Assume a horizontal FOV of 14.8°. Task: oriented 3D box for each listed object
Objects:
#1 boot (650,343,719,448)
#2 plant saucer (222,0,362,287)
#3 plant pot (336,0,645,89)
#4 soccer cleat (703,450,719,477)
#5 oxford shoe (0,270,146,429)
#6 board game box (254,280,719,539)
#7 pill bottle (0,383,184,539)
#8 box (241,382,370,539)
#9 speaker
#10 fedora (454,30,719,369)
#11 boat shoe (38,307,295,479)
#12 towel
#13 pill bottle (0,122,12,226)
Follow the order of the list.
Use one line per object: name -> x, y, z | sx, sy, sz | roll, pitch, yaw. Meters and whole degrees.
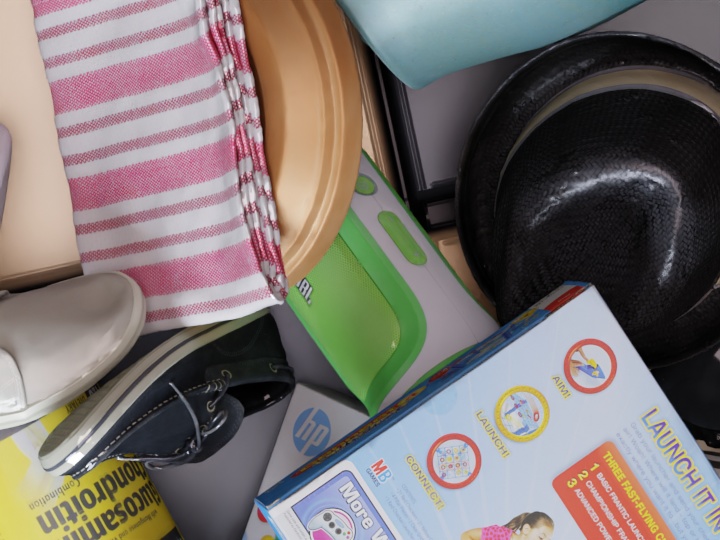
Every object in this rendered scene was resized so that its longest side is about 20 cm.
boot -> 0.193, 0.007, 1.522 | 0.200, 0.076, 0.169 | 29, 89, -12
plant saucer -> -0.081, -0.081, 1.449 | 0.037, 0.200, 0.201 | -8, 97, -46
plant pot -> 0.069, -0.198, 1.447 | 0.188, 0.200, 0.200 | -34, 96, 11
soccer cleat -> 0.152, 0.128, 1.461 | 0.199, 0.085, 0.069 | -4, 92, -17
oxford shoe -> -0.207, 0.045, 1.421 | 0.199, 0.075, 0.058 | -18, 137, 3
board game box -> 0.083, 0.141, 1.372 | 0.196, 0.056, 0.200 | -34, 96, -8
pill bottle -> -0.152, 0.156, 1.489 | 0.112, 0.112, 0.200 | -29, 93, -1
box -> -0.002, 0.181, 1.497 | 0.156, 0.041, 0.201 | 23, 94, 39
speaker -> 0.000, 0.000, 1.467 | 0.088, 0.088, 0.200 | -36, 66, 0
fedora -> 0.126, -0.021, 1.434 | 0.200, 0.092, 0.201 | 10, 117, 19
boat shoe -> -0.095, 0.071, 1.455 | 0.075, 0.200, 0.062 | -36, 86, 32
towel -> -0.110, -0.068, 1.433 | 0.030, 0.146, 0.201 | -8, 86, -44
pill bottle -> -0.291, -0.042, 1.469 | 0.199, 0.111, 0.111 | 10, 94, -5
